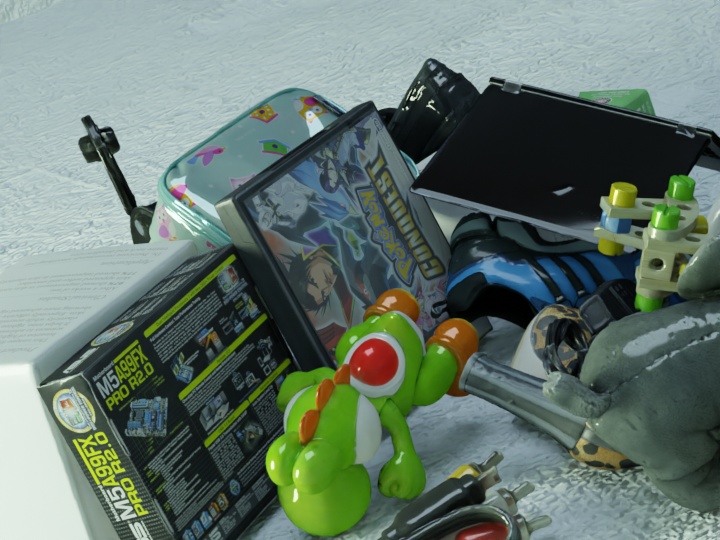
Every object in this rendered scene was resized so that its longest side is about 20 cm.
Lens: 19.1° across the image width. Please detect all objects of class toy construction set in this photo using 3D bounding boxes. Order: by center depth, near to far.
[{"bbox_3d":[0.258,-0.015,1.408,0.200,0.092,0.131,-7,22,3],"label":"toy construction set"}]

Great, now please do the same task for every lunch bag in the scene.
[{"bbox_3d":[-0.052,-0.054,1.691,0.160,0.077,0.200,35,50,22],"label":"lunch bag"}]

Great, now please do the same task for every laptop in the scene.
[{"bbox_3d":[0.172,-0.068,1.625,0.187,0.116,0.200,17,-4,27],"label":"laptop"}]

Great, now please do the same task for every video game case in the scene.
[{"bbox_3d":[0.000,0.000,1.548,0.025,0.200,0.181,-19,14,43],"label":"video game case"}]

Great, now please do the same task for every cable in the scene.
[{"bbox_3d":[0.024,0.183,1.305,0.200,0.050,0.097,-32,38,-5],"label":"cable"}]

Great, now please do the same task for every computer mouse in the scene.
[{"bbox_3d":[0.151,0.047,1.379,0.034,0.059,0.200,-41,-7,25],"label":"computer mouse"}]

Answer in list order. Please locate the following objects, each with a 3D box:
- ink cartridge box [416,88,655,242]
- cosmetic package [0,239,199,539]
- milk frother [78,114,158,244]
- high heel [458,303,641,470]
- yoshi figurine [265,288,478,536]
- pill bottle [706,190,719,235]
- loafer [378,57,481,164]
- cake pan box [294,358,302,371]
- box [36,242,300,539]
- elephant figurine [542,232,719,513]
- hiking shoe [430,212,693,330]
[{"bbox_3d":[0.143,-0.077,1.806,0.146,0.084,0.200,1,26,42],"label":"ink cartridge box"},{"bbox_3d":[-0.208,0.096,1.510,0.167,0.166,0.200,-4,23,34],"label":"cosmetic package"},{"bbox_3d":[-0.118,-0.077,1.833,0.188,0.200,0.180,-29,9,-24],"label":"milk frother"},{"bbox_3d":[0.165,0.084,1.436,0.142,0.071,0.200,24,18,21],"label":"high heel"},{"bbox_3d":[-0.002,0.104,1.420,0.112,0.112,0.200,-23,13,40],"label":"yoshi figurine"},{"bbox_3d":[0.319,-0.054,1.568,0.104,0.104,0.200,-8,22,25],"label":"pill bottle"},{"bbox_3d":[0.037,-0.113,1.896,0.068,0.070,0.201,-34,-11,-43],"label":"loafer"},{"bbox_3d":[-0.027,0.040,1.686,0.184,0.052,0.200,-29,23,-26],"label":"cake pan box"},{"bbox_3d":[-0.112,0.095,1.436,0.044,0.160,0.200,-18,16,35],"label":"box"},{"bbox_3d":[0.234,0.038,1.258,0.200,0.142,0.155,-36,12,25],"label":"elephant figurine"},{"bbox_3d":[0.158,0.018,1.566,0.200,0.074,0.087,6,58,15],"label":"hiking shoe"}]
